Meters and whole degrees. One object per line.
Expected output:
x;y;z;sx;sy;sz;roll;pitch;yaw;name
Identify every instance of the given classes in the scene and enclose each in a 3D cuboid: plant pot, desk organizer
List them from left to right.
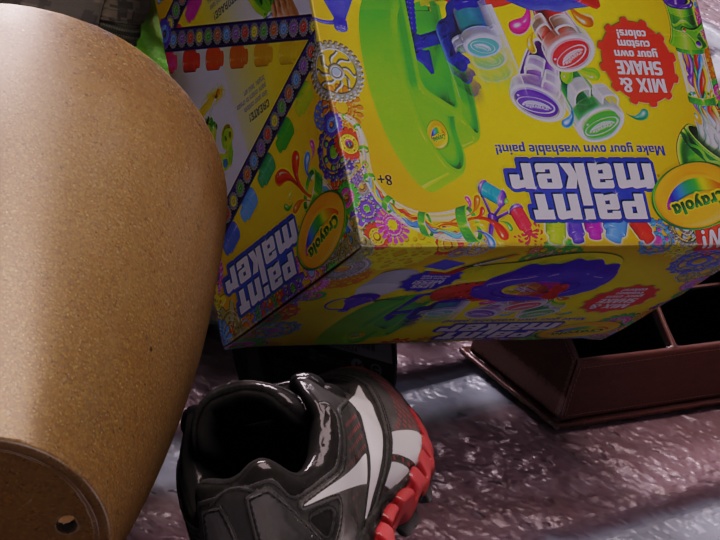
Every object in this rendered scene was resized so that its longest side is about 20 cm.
-0.136;0.035;1.092;0.186;0.187;0.200;10;35;-14;plant pot
0.151;0.014;1.415;0.200;0.077;0.072;-6;32;-41;desk organizer

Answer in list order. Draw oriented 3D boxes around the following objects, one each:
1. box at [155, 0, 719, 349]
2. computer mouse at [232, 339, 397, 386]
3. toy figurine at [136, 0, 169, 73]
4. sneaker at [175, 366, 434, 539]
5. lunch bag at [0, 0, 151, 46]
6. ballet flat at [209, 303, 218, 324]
0.036;-0.076;1.273;0.200;0.122;0.193;-1;70;-33;box
0.000;0.000;1.326;0.140;0.046;0.201;12;58;-28;computer mouse
-0.093;-0.205;1.449;0.200;0.184;0.150;38;37;23;toy figurine
-0.022;0.072;1.144;0.071;0.098;0.201;-21;18;17;sneaker
-0.199;-0.112;1.350;0.199;0.168;0.139;13;8;-13;lunch bag
-0.108;-0.007;1.309;0.200;0.072;0.072;-8;34;-42;ballet flat
